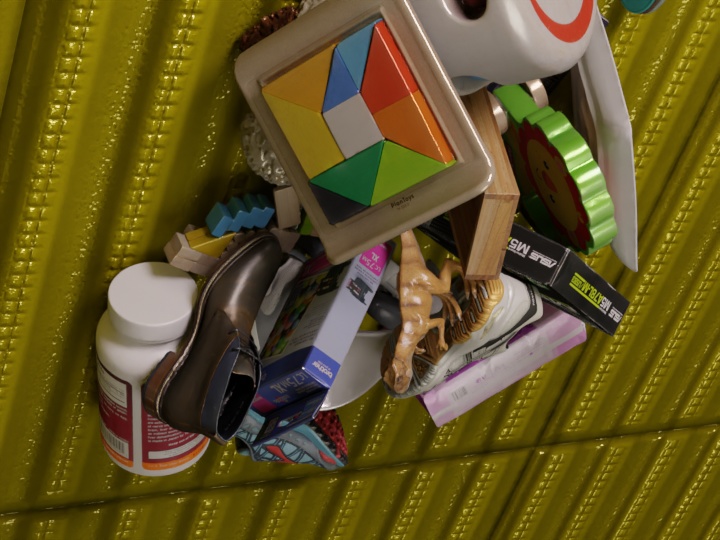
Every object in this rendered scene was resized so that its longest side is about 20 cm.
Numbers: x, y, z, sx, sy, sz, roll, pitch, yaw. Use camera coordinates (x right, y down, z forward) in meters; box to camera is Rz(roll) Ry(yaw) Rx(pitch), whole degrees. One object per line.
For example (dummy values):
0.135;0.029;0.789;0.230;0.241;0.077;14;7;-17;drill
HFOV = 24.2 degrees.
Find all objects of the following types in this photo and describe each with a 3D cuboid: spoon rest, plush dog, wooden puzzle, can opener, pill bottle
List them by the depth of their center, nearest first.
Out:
-0.004;-0.124;1.395;0.184;0.202;0.037;-25;-179;34;wooden puzzle
-0.009;-0.171;1.482;0.198;0.160;0.174;-21;112;-17;plush dog
-0.198;0.094;1.619;0.112;0.113;0.201;-15;137;-21;pill bottle
0.008;0.072;1.683;0.199;0.061;0.099;-37;129;6;spoon rest
0.000;0.000;1.695;0.053;0.067;0.200;-41;140;8;can opener

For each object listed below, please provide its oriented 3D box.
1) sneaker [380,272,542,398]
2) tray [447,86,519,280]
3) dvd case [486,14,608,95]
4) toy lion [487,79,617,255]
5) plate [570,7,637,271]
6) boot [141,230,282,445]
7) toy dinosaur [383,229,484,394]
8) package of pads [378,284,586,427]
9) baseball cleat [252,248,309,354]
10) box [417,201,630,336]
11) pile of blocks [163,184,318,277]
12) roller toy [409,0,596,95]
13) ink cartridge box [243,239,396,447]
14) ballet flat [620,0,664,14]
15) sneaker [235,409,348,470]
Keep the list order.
0.097;0.070;1.603;0.087;0.076;0.200;7;150;-34;sneaker
0.103;-0.096;1.540;0.037;0.201;0.099;0;132;-12;tray
0.135;-0.194;1.636;0.148;0.016;0.200;21;115;-46;dvd case
0.185;-0.084;1.614;0.068;0.192;0.201;-28;144;-9;toy lion
0.230;-0.132;1.610;0.032;0.201;0.201;-9;138;3;plate
-0.108;0.065;1.525;0.075;0.097;0.201;38;81;-49;boot
0.052;0.007;1.508;0.105;0.202;0.060;7;162;-36;toy dinosaur
0.131;0.070;1.811;0.199;0.121;0.076;-31;140;-5;package of pads
-0.117;0.048;1.678;0.106;0.070;0.200;38;112;-22;baseball cleat
0.148;-0.015;1.655;0.048;0.199;0.193;-60;150;-4;box
-0.093;-0.058;1.577;0.198;0.062;0.083;-15;132;-16;pile of blocks
0.102;-0.248;1.421;0.139;0.184;0.200;-10;134;34;roller toy
-0.045;0.059;1.533;0.042;0.201;0.119;35;147;-19;ink cartridge box
0.284;-0.332;1.571;0.071;0.069;0.201;-37;144;-27;ballet flat
-0.090;0.167;1.811;0.095;0.080;0.200;-27;140;21;sneaker
